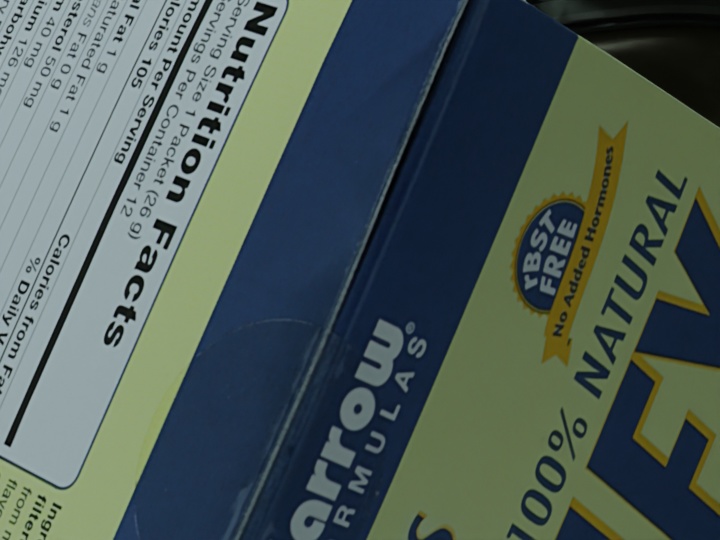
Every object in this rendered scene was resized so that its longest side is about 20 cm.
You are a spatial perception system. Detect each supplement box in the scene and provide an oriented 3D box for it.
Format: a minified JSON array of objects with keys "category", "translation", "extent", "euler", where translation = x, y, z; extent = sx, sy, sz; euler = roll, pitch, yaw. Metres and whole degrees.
[{"category":"supplement box","translation":[-0.014,0.026,0.504],"extent":[0.199,0.135,0.200],"euler":[22,-3,45]}]

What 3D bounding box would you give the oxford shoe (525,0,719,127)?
[{"category":"oxford shoe","translation":[0.096,-0.018,0.695],"extent":[0.199,0.073,0.085],"euler":[8,62,-4]}]
